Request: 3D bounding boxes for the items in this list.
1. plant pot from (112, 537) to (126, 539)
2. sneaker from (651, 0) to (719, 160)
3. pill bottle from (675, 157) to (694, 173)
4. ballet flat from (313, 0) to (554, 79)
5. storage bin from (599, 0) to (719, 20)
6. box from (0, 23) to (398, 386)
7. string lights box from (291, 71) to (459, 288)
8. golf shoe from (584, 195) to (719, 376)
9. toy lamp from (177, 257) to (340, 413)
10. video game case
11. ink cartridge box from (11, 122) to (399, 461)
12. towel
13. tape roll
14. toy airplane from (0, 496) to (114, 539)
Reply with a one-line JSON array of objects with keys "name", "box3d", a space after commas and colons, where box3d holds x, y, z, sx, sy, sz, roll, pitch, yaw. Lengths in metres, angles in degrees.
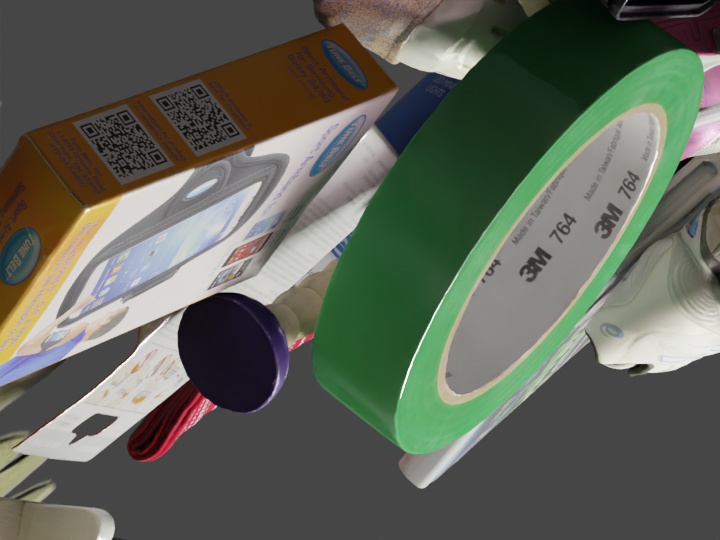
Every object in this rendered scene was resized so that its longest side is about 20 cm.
[{"name": "plant pot", "box3d": [-0.153, 0.224, 1.657, 0.200, 0.135, 0.200, -42, 171, -8]}, {"name": "sneaker", "box3d": [0.166, -0.106, 1.351, 0.088, 0.081, 0.200, 18, 144, -42]}, {"name": "pill bottle", "box3d": [0.081, -0.045, 1.532, 0.200, 0.112, 0.112, -43, 171, -4]}, {"name": "ballet flat", "box3d": [0.044, -0.109, 1.200, 0.068, 0.067, 0.200, -47, 171, 22]}, {"name": "storage bin", "box3d": [0.134, -0.181, 1.194, 0.135, 0.094, 0.200, -46, 170, 16]}, {"name": "box", "box3d": [-0.070, -0.025, 1.106, 0.200, 0.041, 0.119, -22, 158, -47]}, {"name": "string lights box", "box3d": [0.055, -0.040, 1.430, 0.200, 0.103, 0.059, -43, -156, -5]}, {"name": "golf shoe", "box3d": [0.159, 0.013, 1.477, 0.097, 0.078, 0.200, -29, 170, 13]}, {"name": "toy lamp", "box3d": [0.000, 0.000, 1.269, 0.200, 0.058, 0.058, -29, 163, -49]}, {"name": "video game case", "box3d": [0.116, 0.017, 1.540, 0.182, 0.023, 0.200, -39, 171, -34]}, {"name": "ink cartridge box", "box3d": [-0.071, 0.000, 1.285, 0.200, 0.047, 0.160, -41, 172, 1]}, {"name": "towel", "box3d": [-0.037, 0.025, 1.624, 0.200, 0.022, 0.145, -35, 168, -48]}, {"name": "tape roll", "box3d": [0.061, -0.019, 1.217, 0.200, 0.048, 0.200, -45, 160, -21]}, {"name": "toy airplane", "box3d": [-0.152, 0.198, 1.333, 0.199, 0.200, 0.141, -38, 137, 6]}]
